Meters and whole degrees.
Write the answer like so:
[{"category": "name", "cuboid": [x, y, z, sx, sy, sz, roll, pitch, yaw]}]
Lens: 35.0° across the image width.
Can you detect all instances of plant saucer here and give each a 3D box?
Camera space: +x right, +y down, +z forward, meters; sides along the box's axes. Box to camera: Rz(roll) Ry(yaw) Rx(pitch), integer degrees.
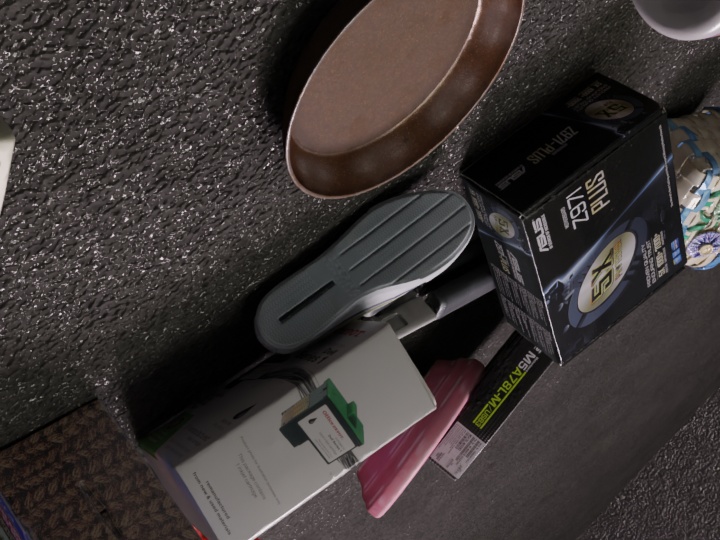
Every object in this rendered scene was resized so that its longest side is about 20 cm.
[{"category": "plant saucer", "cuboid": [0.058, 0.171, 1.227, 0.201, 0.051, 0.201, -54, 175, -7]}, {"category": "plant saucer", "cuboid": [0.023, -0.133, 0.743, 0.200, 0.035, 0.201, -33, 155, -18]}]

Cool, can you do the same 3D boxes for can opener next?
[{"category": "can opener", "cuboid": [0.071, 0.008, 1.032, 0.199, 0.053, 0.067, -26, 152, -35]}]

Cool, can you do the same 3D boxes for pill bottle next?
[{"category": "pill bottle", "cuboid": [0.305, -0.245, 0.900, 0.199, 0.104, 0.105, -20, 148, -41]}]

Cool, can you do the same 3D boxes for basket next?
[{"category": "basket", "cuboid": [0.379, -0.086, 1.239, 0.199, 0.139, 0.177, -9, 140, -36]}]

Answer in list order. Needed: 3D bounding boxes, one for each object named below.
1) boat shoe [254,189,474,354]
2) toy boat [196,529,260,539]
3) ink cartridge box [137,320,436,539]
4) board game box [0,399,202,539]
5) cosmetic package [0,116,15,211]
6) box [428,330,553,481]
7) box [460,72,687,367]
[{"category": "boat shoe", "cuboid": [0.000, 0.000, 0.910, 0.199, 0.072, 0.062, -30, 174, -11]}, {"category": "toy boat", "cuboid": [-0.114, 0.237, 1.035, 0.200, 0.131, 0.130, -52, 155, 23]}, {"category": "ink cartridge box", "cuboid": [-0.060, 0.122, 0.905, 0.199, 0.085, 0.146, -33, -169, -19]}, {"category": "board game box", "cuboid": [-0.196, 0.227, 0.857, 0.096, 0.160, 0.201, -28, 153, -30]}, {"category": "cosmetic package", "cuboid": [-0.241, -0.037, 0.411, 0.199, 0.105, 0.071, -20, 147, -44]}, {"category": "box", "cuboid": [0.160, 0.112, 1.232, 0.201, 0.047, 0.193, -54, 173, 17]}, {"category": "box", "cuboid": [0.196, -0.043, 1.017, 0.163, 0.086, 0.201, -35, 134, -14]}]
